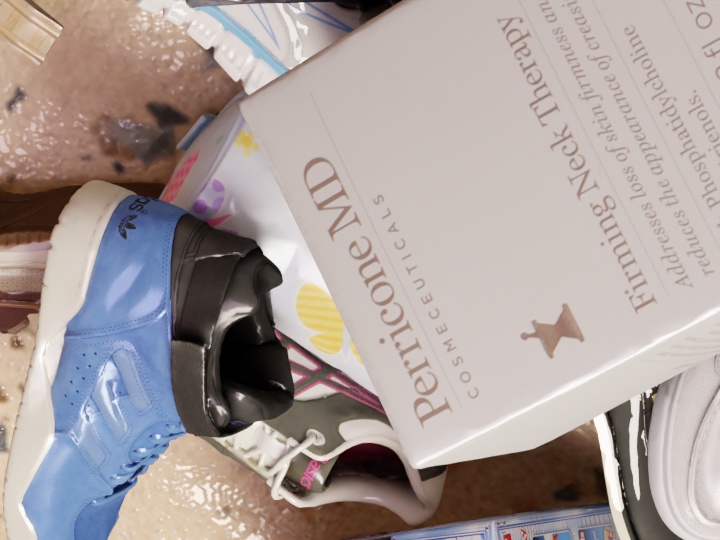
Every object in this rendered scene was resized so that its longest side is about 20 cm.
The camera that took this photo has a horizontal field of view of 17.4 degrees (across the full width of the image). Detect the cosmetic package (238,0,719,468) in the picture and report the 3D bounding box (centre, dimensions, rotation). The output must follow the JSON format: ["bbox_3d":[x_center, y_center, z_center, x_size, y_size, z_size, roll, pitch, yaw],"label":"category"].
[{"bbox_3d":[0.094,-0.039,0.957,0.199,0.166,0.168,-29,80,17],"label":"cosmetic package"}]

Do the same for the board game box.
[{"bbox_3d":[0.035,0.152,1.126,0.198,0.200,0.062,-9,83,12],"label":"board game box"}]

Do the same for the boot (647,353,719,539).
[{"bbox_3d":[0.193,0.034,1.047,0.073,0.096,0.201,20,92,-13],"label":"boot"}]

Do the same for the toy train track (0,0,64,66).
[{"bbox_3d":[-0.211,-0.103,1.081,0.114,0.033,0.200,39,114,7],"label":"toy train track"}]

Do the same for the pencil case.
[{"bbox_3d":[0.000,0.000,1.100,0.199,0.091,0.083,34,123,-15],"label":"pencil case"}]

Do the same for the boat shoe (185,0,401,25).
[{"bbox_3d":[0.020,-0.127,1.006,0.198,0.072,0.068,3,91,-23],"label":"boat shoe"}]

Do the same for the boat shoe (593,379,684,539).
[{"bbox_3d":[0.145,0.073,1.135,0.063,0.074,0.203,-9,114,16],"label":"boat shoe"}]

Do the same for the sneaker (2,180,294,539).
[{"bbox_3d":[-0.090,0.067,1.053,0.110,0.077,0.201,18,112,14],"label":"sneaker"}]

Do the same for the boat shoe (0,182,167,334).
[{"bbox_3d":[-0.175,0.001,1.143,0.198,0.072,0.072,-3,121,1],"label":"boat shoe"}]

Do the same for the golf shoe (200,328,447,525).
[{"bbox_3d":[-0.045,0.061,1.122,0.199,0.088,0.077,15,126,-20],"label":"golf shoe"}]

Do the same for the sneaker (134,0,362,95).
[{"bbox_3d":[-0.063,-0.149,1.046,0.199,0.075,0.087,34,113,-21],"label":"sneaker"}]
